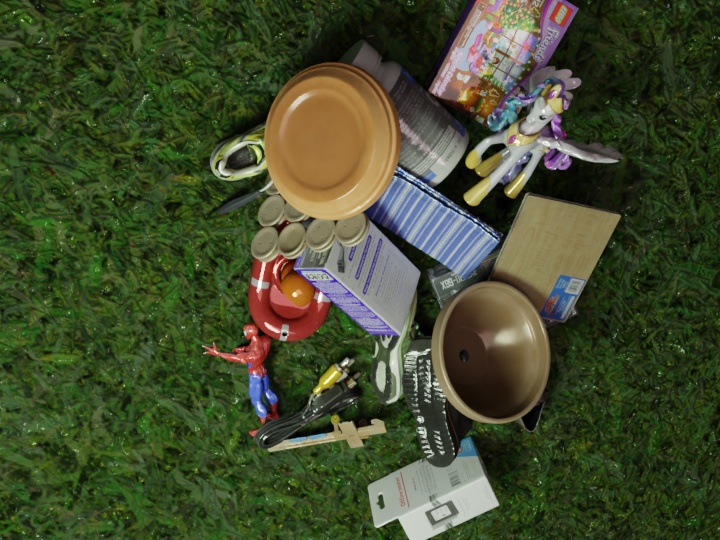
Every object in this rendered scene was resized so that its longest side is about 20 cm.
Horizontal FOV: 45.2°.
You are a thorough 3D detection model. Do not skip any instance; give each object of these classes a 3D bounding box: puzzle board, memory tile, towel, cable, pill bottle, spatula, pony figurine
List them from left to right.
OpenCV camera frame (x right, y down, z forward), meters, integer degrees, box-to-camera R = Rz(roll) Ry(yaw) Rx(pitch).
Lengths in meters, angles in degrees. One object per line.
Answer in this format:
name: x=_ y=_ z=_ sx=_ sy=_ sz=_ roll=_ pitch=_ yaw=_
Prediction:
spatula: x=-0.132 y=-0.125 z=1.222 sx=0.198 sy=0.056 sz=0.021 roll=-30 pitch=90 yaw=29
cable: x=-0.079 y=0.215 z=1.375 sx=0.198 sy=0.051 sz=0.097 roll=-34 pitch=146 yaw=0
memory tile: x=-0.063 y=-0.091 z=1.186 sx=0.197 sy=0.156 sz=0.017 roll=-9 pitch=151 yaw=34
pill bottle: x=0.045 y=-0.213 z=1.192 sx=0.199 sy=0.114 sz=0.114 roll=39 pitch=103 yaw=-20
towel: x=0.092 y=-0.067 z=1.232 sx=0.198 sy=0.145 sz=0.024 roll=33 pitch=62 yaw=0
pony figurine: x=0.241 y=-0.180 z=1.173 sx=0.200 sy=0.191 sz=0.168 roll=-47 pitch=67 yaw=38
puzzle board: x=0.274 y=-0.016 z=1.275 sx=0.148 sy=0.018 sz=0.202 roll=10 pitch=124 yaw=-14

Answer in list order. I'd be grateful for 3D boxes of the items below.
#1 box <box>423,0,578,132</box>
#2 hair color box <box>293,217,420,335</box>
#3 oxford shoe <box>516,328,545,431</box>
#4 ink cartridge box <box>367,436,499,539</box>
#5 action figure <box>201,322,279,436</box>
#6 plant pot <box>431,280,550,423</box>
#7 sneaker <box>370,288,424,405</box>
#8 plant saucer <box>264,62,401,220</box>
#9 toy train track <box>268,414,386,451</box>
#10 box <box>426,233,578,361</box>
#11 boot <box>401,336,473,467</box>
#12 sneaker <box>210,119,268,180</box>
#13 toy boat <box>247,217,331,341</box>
box: x=0.194 y=-0.310 z=1.210 sx=0.135 sy=0.039 sz=0.202 roll=24 pitch=108 yaw=-16
hair color box: x=0.000 y=0.000 z=1.239 sx=0.064 sy=0.111 sz=0.200 roll=0 pitch=150 yaw=38
oxford shoe: x=0.271 y=0.170 z=1.367 sx=0.070 sy=0.073 sz=0.202 roll=-13 pitch=131 yaw=-8
ink cartridge box: x=0.118 y=0.372 z=1.437 sx=0.198 sy=0.116 sz=0.067 roll=-26 pitch=114 yaw=5
action figure: x=-0.181 y=0.160 z=1.341 sx=0.097 sy=0.065 sz=0.203 roll=13 pitch=125 yaw=18
plant pot: x=0.174 y=0.121 z=1.269 sx=0.198 sy=0.092 sz=0.205 roll=5 pitch=80 yaw=-29
sneaker: x=0.072 y=0.110 z=1.364 sx=0.087 sy=0.077 sz=0.203 roll=-6 pitch=116 yaw=-34
plant saucer: x=-0.044 y=-0.167 z=1.114 sx=0.197 sy=0.037 sz=0.204 roll=2 pitch=95 yaw=26
toy train track: x=-0.057 y=0.262 z=1.413 sx=0.196 sy=0.033 sz=0.115 roll=-11 pitch=149 yaw=4
box: x=0.221 y=0.034 z=1.347 sx=0.197 sy=0.050 sz=0.159 roll=-24 pitch=112 yaw=4
boot: x=0.128 y=0.189 z=1.374 sx=0.076 sy=0.138 sz=0.204 roll=-1 pitch=102 yaw=25
sneaker: x=-0.117 y=-0.176 z=1.210 sx=0.198 sy=0.077 sz=0.076 roll=-29 pitch=110 yaw=3
toy boat: x=-0.093 y=0.012 z=1.259 sx=0.128 sy=0.131 sz=0.203 roll=11 pitch=110 yaw=-10
